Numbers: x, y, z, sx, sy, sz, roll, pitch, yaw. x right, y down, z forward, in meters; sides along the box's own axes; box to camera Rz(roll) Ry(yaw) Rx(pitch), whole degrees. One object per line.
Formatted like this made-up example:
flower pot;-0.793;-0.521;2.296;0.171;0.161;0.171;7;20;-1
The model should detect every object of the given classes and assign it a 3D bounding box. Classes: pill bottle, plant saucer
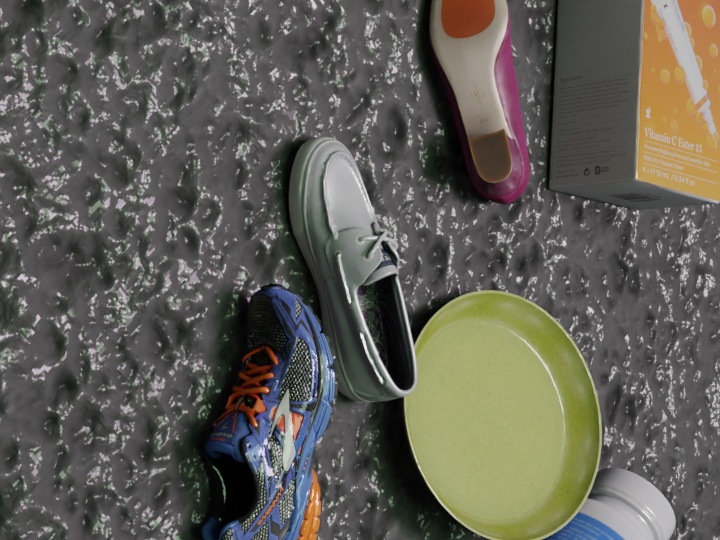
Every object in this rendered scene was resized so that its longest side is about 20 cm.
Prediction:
pill bottle;0.173;0.255;1.361;0.200;0.112;0.113;-47;118;-33
plant saucer;0.107;0.117;1.338;0.199;0.031;0.201;10;72;-33

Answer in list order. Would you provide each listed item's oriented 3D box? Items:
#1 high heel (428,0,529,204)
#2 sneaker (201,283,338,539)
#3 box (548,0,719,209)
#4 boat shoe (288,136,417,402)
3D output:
high heel;0.096;-0.154;1.365;0.096;0.067;0.201;41;44;-77
sneaker;-0.067;0.109;1.170;0.078;0.075;0.201;7;82;-39
box;0.241;-0.162;1.455;0.124;0.097;0.201;9;82;-43
boat shoe;0.000;0.000;1.239;0.072;0.068;0.201;-11;96;-43
